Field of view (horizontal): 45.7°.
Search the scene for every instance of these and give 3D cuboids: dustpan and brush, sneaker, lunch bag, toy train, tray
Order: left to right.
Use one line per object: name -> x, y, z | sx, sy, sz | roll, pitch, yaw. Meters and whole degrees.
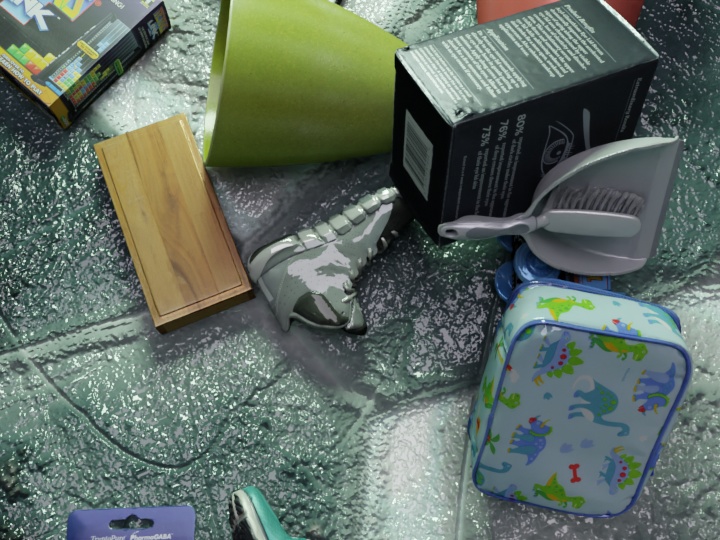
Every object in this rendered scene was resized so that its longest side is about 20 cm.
tray -> -0.185, -0.049, 0.845 | 0.098, 0.037, 0.201 | -21, 75, -7
sneaker -> -0.044, 0.269, 0.742 | 0.079, 0.078, 0.200 | -34, 81, -31
sneaker -> 0.000, 0.000, 0.821 | 0.199, 0.075, 0.116 | -26, 81, 1
dustpan and brush -> 0.166, -0.046, 0.726 | 0.198, 0.140, 0.057 | 3, 43, 6
toy train -> 0.191, 0.006, 0.814 | 0.113, 0.087, 0.202 | 6, 70, -9
lunch bag -> 0.183, 0.113, 0.726 | 0.159, 0.201, 0.083 | 10, 31, 1

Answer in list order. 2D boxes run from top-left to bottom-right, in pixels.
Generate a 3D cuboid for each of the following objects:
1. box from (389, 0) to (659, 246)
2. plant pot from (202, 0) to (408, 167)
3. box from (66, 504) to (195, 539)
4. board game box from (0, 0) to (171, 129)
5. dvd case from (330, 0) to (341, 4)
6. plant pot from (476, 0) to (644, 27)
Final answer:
box -> 0.135, -0.132, 0.745 | 0.199, 0.149, 0.105 | -20, 55, -16
plant pot -> -0.042, -0.180, 0.829 | 0.198, 0.187, 0.189 | 7, 72, -15
box -> -0.205, 0.308, 0.737 | 0.120, 0.032, 0.202 | -2, 72, -2
board game box -> -0.329, -0.274, 0.900 | 0.200, 0.057, 0.166 | 39, 77, 10
dvd case -> -0.064, -0.377, 0.954 | 0.149, 0.025, 0.201 | 24, 73, 6
plant pot -> 0.201, -0.293, 0.858 | 0.199, 0.200, 0.179 | 10, 83, 2
